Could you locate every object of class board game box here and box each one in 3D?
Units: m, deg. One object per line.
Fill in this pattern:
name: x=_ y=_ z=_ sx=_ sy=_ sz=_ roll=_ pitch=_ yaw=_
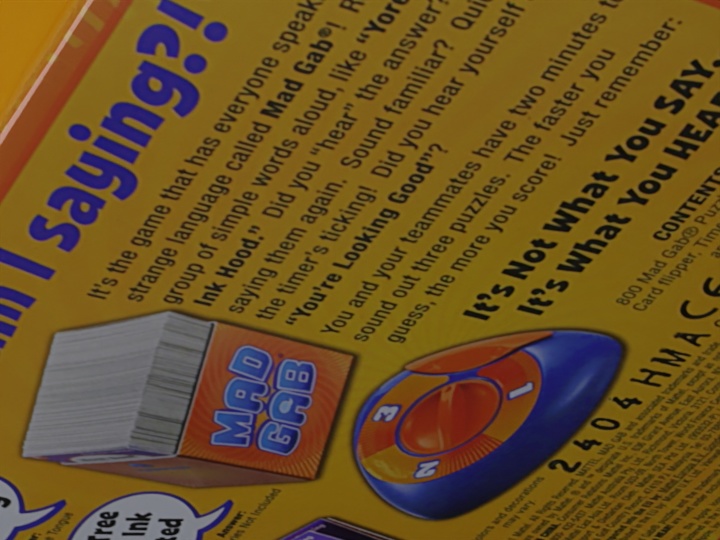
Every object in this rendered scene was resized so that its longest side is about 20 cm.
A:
board game box: x=-0.004 y=-0.058 z=0.454 sx=0.199 sy=0.200 sz=0.200 roll=14 pitch=134 yaw=-30
